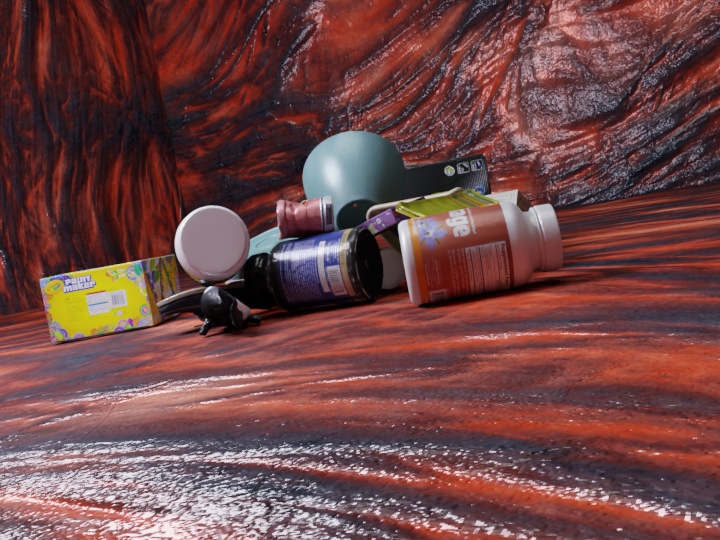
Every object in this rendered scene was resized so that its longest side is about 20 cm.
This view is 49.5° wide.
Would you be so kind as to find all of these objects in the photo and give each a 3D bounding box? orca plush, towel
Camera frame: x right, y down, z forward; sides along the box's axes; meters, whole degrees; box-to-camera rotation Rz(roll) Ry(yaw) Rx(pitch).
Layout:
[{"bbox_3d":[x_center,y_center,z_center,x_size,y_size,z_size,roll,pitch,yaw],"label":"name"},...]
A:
[{"bbox_3d":[-0.198,0.071,1.121,0.105,0.071,0.200,36,-7,-19],"label":"orca plush"},{"bbox_3d":[0.144,-0.095,1.184,0.086,0.018,0.199,24,25,34],"label":"towel"}]

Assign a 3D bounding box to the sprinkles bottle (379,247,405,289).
[{"bbox_3d":[0.000,0.000,1.352,0.068,0.069,0.199,-13,4,-28],"label":"sprinkles bottle"}]

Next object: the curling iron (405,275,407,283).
[{"bbox_3d":[0.099,0.001,1.367,0.049,0.026,0.200,-7,4,1],"label":"curling iron"}]

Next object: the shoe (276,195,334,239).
[{"bbox_3d":[-0.088,-0.085,1.258,0.090,0.072,0.200,-3,1,-2],"label":"shoe"}]

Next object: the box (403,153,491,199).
[{"bbox_3d":[0.174,-0.119,1.582,0.191,0.203,0.047,-8,-2,13],"label":"box"}]

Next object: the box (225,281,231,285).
[{"bbox_3d":[-0.137,-0.001,1.520,0.199,0.098,0.175,-6,7,42],"label":"box"}]

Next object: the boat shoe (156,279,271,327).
[{"bbox_3d":[-0.231,0.054,1.260,0.199,0.063,0.074,-11,1,-43],"label":"boat shoe"}]

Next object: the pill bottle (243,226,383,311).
[{"bbox_3d":[-0.074,0.003,1.198,0.198,0.113,0.112,-8,5,23],"label":"pill bottle"}]

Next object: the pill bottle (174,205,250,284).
[{"bbox_3d":[-0.229,-0.038,1.209,0.113,0.116,0.200,-11,-1,-11],"label":"pill bottle"}]

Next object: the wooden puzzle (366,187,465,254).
[{"bbox_3d":[0.133,-0.061,1.379,0.199,0.185,0.038,-11,47,37],"label":"wooden puzzle"}]

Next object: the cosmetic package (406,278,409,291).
[{"bbox_3d":[0.170,-0.029,1.168,0.199,0.088,0.103,-14,8,-38],"label":"cosmetic package"}]

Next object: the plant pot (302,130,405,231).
[{"bbox_3d":[-0.007,-0.137,1.453,0.198,0.201,0.136,-10,42,2],"label":"plant pot"}]

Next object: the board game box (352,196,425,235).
[{"bbox_3d":[0.006,-0.061,1.273,0.199,0.033,0.120,-26,4,33],"label":"board game box"}]

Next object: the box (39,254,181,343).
[{"bbox_3d":[-0.469,0.051,1.501,0.198,0.123,0.193,-10,3,5],"label":"box"}]

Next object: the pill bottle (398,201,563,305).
[{"bbox_3d":[0.154,-0.027,1.010,0.198,0.114,0.112,-11,4,4],"label":"pill bottle"}]

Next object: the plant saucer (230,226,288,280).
[{"bbox_3d":[-0.154,-0.042,1.379,0.198,0.028,0.200,-21,19,7],"label":"plant saucer"}]

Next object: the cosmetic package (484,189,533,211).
[{"bbox_3d":[0.216,-0.076,1.459,0.198,0.105,0.073,-7,-28,38],"label":"cosmetic package"}]
